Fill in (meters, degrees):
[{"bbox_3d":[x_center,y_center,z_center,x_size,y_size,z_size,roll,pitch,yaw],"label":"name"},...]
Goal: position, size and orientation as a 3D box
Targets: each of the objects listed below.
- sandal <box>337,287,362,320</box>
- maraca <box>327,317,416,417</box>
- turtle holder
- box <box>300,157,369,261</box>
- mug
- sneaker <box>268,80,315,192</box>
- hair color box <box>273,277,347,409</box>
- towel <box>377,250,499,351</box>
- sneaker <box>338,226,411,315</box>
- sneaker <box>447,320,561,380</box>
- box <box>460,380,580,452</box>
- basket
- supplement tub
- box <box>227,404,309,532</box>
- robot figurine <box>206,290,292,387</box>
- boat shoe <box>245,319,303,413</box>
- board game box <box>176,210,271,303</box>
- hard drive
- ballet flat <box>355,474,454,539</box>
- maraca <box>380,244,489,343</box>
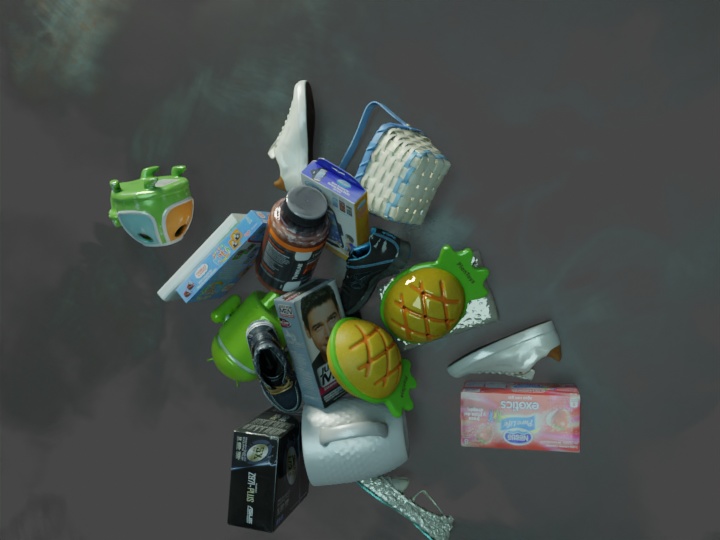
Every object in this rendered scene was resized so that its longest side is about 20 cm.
[{"bbox_3d":[-0.026,0.122,1.399,0.074,0.045,0.202,-21,88,15],"label":"sandal"},{"bbox_3d":[0.023,0.161,1.285,0.199,0.138,0.106,39,137,-25],"label":"maraca"},{"bbox_3d":[-0.401,-0.115,1.427,0.183,0.141,0.134,-8,109,4],"label":"turtle holder"},{"bbox_3d":[-0.041,-0.100,1.312,0.118,0.201,0.042,31,63,24],"label":"box"},{"bbox_3d":[-0.008,0.289,1.329,0.173,0.200,0.150,-8,72,7],"label":"mug"},{"bbox_3d":[-0.129,-0.243,1.388,0.083,0.073,0.203,4,96,10],"label":"sneaker"},{"bbox_3d":[-0.071,0.125,1.328,0.060,0.098,0.202,4,115,48],"label":"hair color box"},{"bbox_3d":[0.137,0.056,1.365,0.198,0.034,0.134,-18,90,12],"label":"towel"},{"bbox_3d":[0.000,0.000,1.322,0.081,0.074,0.200,31,123,-20],"label":"sneaker"},{"bbox_3d":[0.250,0.160,1.316,0.198,0.073,0.086,-22,86,12],"label":"sneaker"},{"bbox_3d":[0.273,0.247,1.310,0.197,0.103,0.096,0,94,12],"label":"box"},{"bbox_3d":[0.044,-0.175,1.325,0.200,0.138,0.178,40,114,32],"label":"basket"},{"bbox_3d":[-0.113,-0.053,1.302,0.107,0.107,0.201,37,142,9],"label":"supplement tub"},{"bbox_3d":[-0.155,0.346,1.363,0.085,0.200,0.166,6,94,14],"label":"box"},{"bbox_3d":[-0.193,0.120,1.402,0.175,0.116,0.200,42,101,0],"label":"robot figurine"},{"bbox_3d":[-0.147,0.189,1.329,0.070,0.091,0.202,-22,120,-3],"label":"boat shoe"},{"bbox_3d":[-0.225,-0.025,1.383,0.200,0.151,0.037,-46,82,11],"label":"board game box"},{"bbox_3d":[-0.272,-0.025,1.404,0.200,0.132,0.027,-44,83,12],"label":"hard drive"},{"bbox_3d":[0.085,0.416,1.387,0.199,0.072,0.072,37,100,3],"label":"ballet flat"},{"bbox_3d":[0.124,0.043,1.291,0.199,0.107,0.137,-39,109,16],"label":"maraca"}]
